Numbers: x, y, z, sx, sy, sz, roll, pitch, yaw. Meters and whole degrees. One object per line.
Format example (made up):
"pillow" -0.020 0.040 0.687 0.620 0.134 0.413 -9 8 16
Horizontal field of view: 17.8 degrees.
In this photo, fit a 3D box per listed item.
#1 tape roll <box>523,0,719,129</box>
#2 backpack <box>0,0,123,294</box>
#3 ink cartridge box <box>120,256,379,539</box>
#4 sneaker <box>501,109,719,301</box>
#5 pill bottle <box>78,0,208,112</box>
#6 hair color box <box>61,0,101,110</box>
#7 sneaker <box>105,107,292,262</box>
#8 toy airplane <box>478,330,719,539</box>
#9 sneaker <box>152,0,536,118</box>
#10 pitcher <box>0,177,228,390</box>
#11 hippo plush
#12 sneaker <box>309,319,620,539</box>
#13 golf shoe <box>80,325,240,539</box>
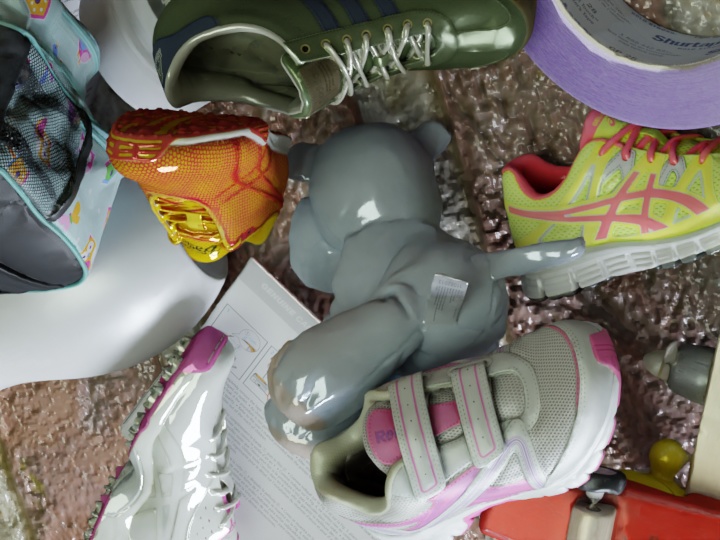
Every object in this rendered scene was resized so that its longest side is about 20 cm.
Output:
"tape roll" 0.165 -0.177 1.187 0.199 0.066 0.201 10 113 25
"backpack" -0.222 -0.073 1.261 0.175 0.154 0.200 4 150 21
"ink cartridge box" -0.030 0.107 1.417 0.200 0.045 0.176 44 124 7
"sneaker" 0.155 -0.049 1.236 0.200 0.078 0.091 -19 97 33
"pill bottle" -0.059 -0.172 1.282 0.200 0.114 0.114 -31 93 33
"hair color box" -0.192 -0.149 1.373 0.061 0.099 0.200 29 120 14
"sneaker" -0.077 -0.043 1.188 0.073 0.200 0.077 7 89 17
"toy airplane" 0.187 0.142 1.275 0.200 0.141 0.199 -36 102 -2
"sneaker" -0.012 -0.111 1.188 0.199 0.090 0.067 3 135 9
"pitcher" -0.188 -0.003 1.422 0.200 0.172 0.121 -27 132 17
"hippo plush" 0.000 0.000 1.280 0.161 0.159 0.200 63 156 27
"sneaker" 0.050 0.088 1.199 0.200 0.088 0.082 -38 54 34
"golf shoe" -0.103 0.121 1.405 0.091 0.075 0.200 26 125 0
